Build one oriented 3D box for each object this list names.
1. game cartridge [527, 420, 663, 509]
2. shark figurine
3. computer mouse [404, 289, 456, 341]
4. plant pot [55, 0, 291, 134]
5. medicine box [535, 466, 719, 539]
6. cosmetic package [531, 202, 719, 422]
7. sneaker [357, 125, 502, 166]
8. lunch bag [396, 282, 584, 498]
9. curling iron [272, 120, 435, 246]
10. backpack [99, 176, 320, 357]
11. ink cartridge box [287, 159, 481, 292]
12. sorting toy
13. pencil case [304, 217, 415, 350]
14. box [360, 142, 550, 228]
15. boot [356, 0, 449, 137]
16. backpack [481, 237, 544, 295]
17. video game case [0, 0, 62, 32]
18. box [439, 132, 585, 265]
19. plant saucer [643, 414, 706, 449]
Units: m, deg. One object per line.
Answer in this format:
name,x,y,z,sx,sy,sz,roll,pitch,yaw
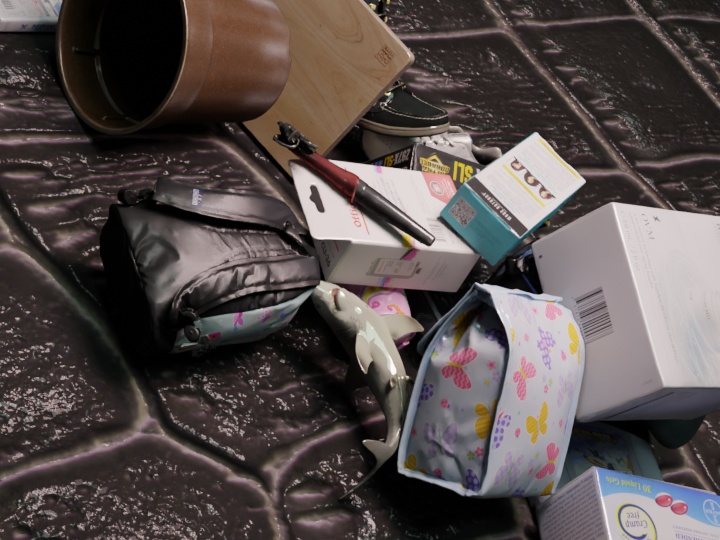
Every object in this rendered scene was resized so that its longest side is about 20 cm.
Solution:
game cartridge,0.259,0.225,1.690,0.199,0.042,0.134,14,47,-31
shark figurine,0.008,0.120,1.534,0.128,0.089,0.216,7,57,-40
computer mouse,0.078,0.062,1.681,0.138,0.053,0.201,18,43,-59
plant pot,-0.193,-0.243,1.664,0.198,0.200,0.201,-2,52,-53
medicine box,0.290,0.321,1.542,0.181,0.103,0.201,16,49,-29
cosmetic package,0.309,0.048,1.617,0.199,0.123,0.201,4,66,-44
sneaker,0.087,-0.150,1.890,0.199,0.087,0.075,16,44,-28
lunch bag,0.135,0.116,1.521,0.127,0.201,0.169,16,5,34
curling iron,-0.009,-0.084,1.536,0.200,0.026,0.050,38,5,2
backpack,-0.143,0.001,1.483,0.199,0.127,0.168,-7,69,-33
ink cartridge box,0.014,-0.047,1.591,0.199,0.068,0.117,6,46,-29
sorting toy,-0.062,-0.244,1.778,0.200,0.199,0.070,48,17,11
pencil case,0.000,0.000,1.656,0.087,0.088,0.201,13,43,-32
box,0.097,-0.084,1.768,0.199,0.159,0.050,16,71,-30
boot,0.022,-0.249,1.819,0.203,0.155,0.073,21,26,31
backpack,0.229,0.051,1.740,0.200,0.147,0.184,-31,87,-47
video game case,-0.378,-0.347,1.738,0.182,0.022,0.201,-9,57,-46
box,0.167,-0.080,1.646,0.082,0.049,0.200,45,35,7
plant saucer,0.354,0.105,1.776,0.038,0.202,0.202,8,44,-12
